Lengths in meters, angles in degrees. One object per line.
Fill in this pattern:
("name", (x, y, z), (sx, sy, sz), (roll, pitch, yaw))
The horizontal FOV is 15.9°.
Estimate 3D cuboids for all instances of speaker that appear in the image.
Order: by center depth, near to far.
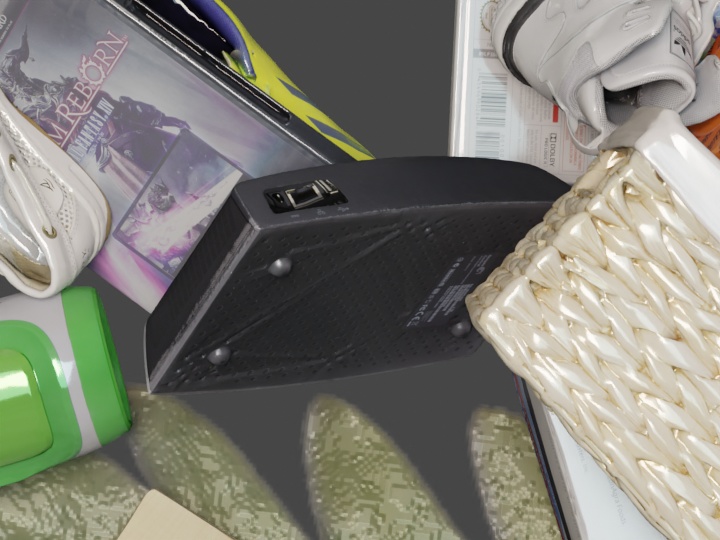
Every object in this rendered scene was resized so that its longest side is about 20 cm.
("speaker", (-0.215, 0.068, 1.246), (0.199, 0.088, 0.089), (-15, 92, -3))

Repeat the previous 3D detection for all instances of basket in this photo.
("basket", (0.148, 0.042, 1.109), (0.123, 0.136, 0.200), (-42, 93, 3))

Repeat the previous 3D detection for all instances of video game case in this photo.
("video game case", (-0.105, -0.054, 1.241), (0.199, 0.019, 0.143), (36, 128, -3))
("video game case", (0.146, -0.113, 1.293), (0.198, 0.018, 0.144), (3, 90, -3))

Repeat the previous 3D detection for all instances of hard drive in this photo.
("hard drive", (0.000, 0.000, 1.204), (0.199, 0.135, 0.042), (-5, 55, -39))

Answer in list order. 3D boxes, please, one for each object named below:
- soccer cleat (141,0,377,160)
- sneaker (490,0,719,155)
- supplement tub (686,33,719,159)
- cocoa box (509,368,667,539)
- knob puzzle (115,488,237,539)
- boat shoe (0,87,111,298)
("soccer cleat", (-0.054, -0.074, 1.250), (0.200, 0.084, 0.065), (45, 85, -3))
("sneaker", (0.157, -0.138, 1.210), (0.200, 0.115, 0.075), (-41, 128, 12))
("supplement tub", (0.259, -0.047, 1.233), (0.199, 0.123, 0.123), (27, 90, -14))
("cocoa box", (0.159, 0.101, 1.241), (0.133, 0.131, 0.201), (-17, 92, -2))
("knob puzzle", (-0.083, 0.239, 1.282), (0.218, 0.030, 0.221), (0, 91, -4))
("boat shoe", (-0.204, -0.066, 1.215), (0.200, 0.069, 0.071), (41, 119, -8))
